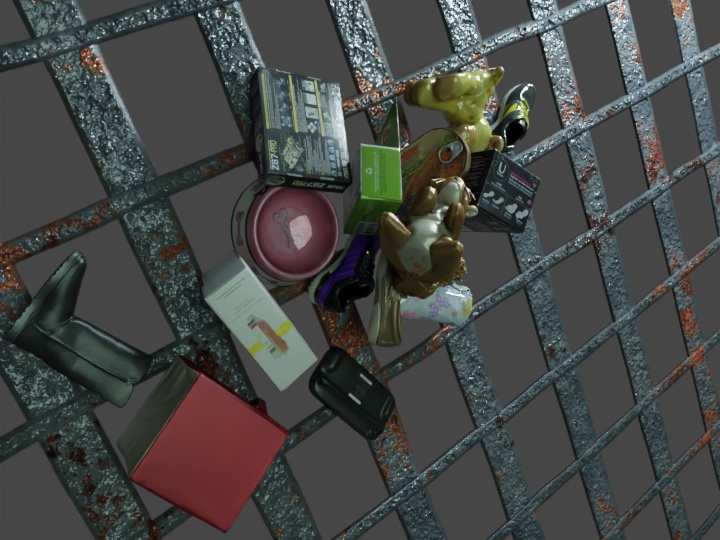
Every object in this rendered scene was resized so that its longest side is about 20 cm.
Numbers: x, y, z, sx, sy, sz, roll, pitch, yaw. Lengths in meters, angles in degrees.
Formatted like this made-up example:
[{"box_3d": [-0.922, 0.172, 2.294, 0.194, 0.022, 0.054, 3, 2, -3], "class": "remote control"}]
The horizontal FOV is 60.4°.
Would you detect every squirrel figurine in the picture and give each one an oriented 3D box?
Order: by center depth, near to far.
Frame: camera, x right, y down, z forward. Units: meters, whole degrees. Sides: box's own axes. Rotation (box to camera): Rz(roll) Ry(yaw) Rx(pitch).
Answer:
[{"box_3d": [0.125, -0.059, 1.056, 0.202, 0.139, 0.188, 90, 24, -45], "class": "squirrel figurine"}]

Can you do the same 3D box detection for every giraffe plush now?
[{"box_3d": [0.195, -0.296, 1.201, 0.196, 0.172, 0.166, -13, 106, -16], "class": "giraffe plush"}]

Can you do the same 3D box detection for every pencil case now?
[{"box_3d": [0.127, 0.057, 1.226, 0.197, 0.091, 0.085, 10, 62, -28], "class": "pencil case"}]

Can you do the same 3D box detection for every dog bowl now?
[{"box_3d": [-0.123, -0.071, 1.086, 0.197, 0.073, 0.205, -2, 95, -29], "class": "dog bowl"}]

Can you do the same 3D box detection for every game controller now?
[{"box_3d": [-0.012, 0.239, 1.197, 0.200, 0.042, 0.105, 45, 58, -25], "class": "game controller"}]

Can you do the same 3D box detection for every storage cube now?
[{"box_3d": [-0.252, 0.265, 0.981, 0.179, 0.170, 0.202, 39, 76, -24], "class": "storage cube"}]

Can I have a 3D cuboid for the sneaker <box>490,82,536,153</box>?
[{"box_3d": [0.334, -0.318, 1.322, 0.074, 0.084, 0.202, 38, 75, -26], "class": "sneaker"}]

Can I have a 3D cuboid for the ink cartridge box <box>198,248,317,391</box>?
[{"box_3d": [-0.171, 0.079, 1.022, 0.083, 0.145, 0.201, -37, 112, -8], "class": "ink cartridge box"}]

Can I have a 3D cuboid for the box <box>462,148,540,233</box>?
[{"box_3d": [0.225, -0.150, 1.206, 0.131, 0.199, 0.117, 24, 83, -28], "class": "box"}]

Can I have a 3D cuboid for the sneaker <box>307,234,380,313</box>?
[{"box_3d": [0.000, 0.001, 1.137, 0.201, 0.099, 0.070, -51, 137, -13], "class": "sneaker"}]

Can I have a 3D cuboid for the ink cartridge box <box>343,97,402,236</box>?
[{"box_3d": [0.017, -0.183, 1.098, 0.074, 0.148, 0.204, 3, 69, -13], "class": "ink cartridge box"}]

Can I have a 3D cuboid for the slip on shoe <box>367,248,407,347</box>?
[{"box_3d": [0.058, 0.037, 1.114, 0.059, 0.076, 0.204, 10, 89, 13], "class": "slip on shoe"}]

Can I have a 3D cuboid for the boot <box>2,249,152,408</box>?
[{"box_3d": [-0.401, 0.092, 0.942, 0.199, 0.065, 0.166, 40, 83, -22], "class": "boot"}]

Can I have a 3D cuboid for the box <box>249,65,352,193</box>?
[{"box_3d": [-0.102, -0.239, 1.060, 0.158, 0.049, 0.204, 2, 70, -31], "class": "box"}]

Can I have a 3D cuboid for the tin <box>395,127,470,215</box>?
[{"box_3d": [0.115, -0.183, 1.160, 0.113, 0.198, 0.042, 62, 25, 8], "class": "tin"}]
